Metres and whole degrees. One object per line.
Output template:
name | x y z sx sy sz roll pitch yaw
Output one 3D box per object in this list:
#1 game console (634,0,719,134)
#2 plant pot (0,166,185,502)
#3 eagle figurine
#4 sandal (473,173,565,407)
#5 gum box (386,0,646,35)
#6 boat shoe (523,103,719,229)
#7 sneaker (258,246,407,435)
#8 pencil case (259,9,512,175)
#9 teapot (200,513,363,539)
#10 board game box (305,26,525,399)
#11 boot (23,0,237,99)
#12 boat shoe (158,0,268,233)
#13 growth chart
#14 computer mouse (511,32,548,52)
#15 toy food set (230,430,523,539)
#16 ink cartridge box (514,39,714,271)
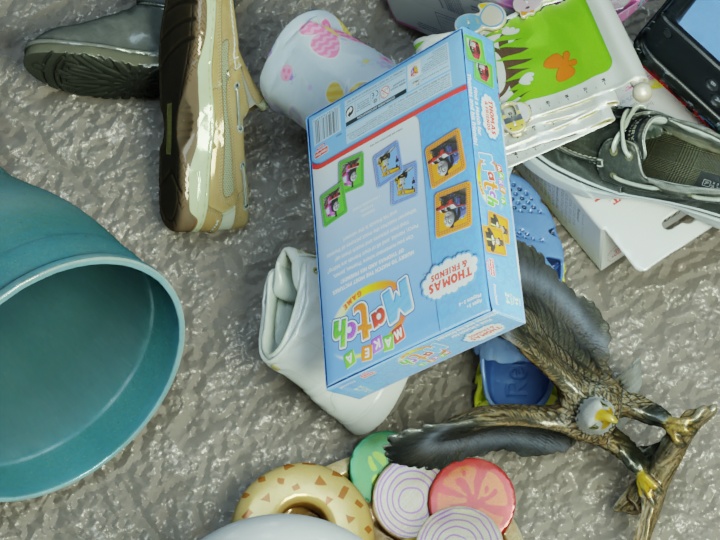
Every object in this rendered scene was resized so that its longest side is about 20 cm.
game console | 0.322 -0.180 1.680 0.172 0.119 0.200 42 48 1
plant pot | -0.252 0.022 1.616 0.199 0.201 0.188 -33 51 -14
eagle figurine | 0.130 0.085 1.551 0.199 0.151 0.152 25 55 -8
sandal | 0.110 0.014 1.655 0.079 0.087 0.201 -7 61 1
gum box | 0.114 -0.218 1.734 0.113 0.066 0.200 -39 38 -19
boat shoe | 0.200 -0.086 1.631 0.199 0.071 0.072 16 66 15
sneaker | 0.000 0.000 1.647 0.115 0.073 0.201 36 62 -26
pencil case | 0.017 -0.107 1.673 0.200 0.090 0.084 39 108 36
teapot | -0.061 0.245 1.475 0.200 0.146 0.198 -44 69 12
board game box | 0.032 -0.036 1.514 0.151 0.036 0.201 -26 57 39
boot | -0.165 -0.232 1.804 0.180 0.073 0.201 4 69 -11
boat shoe | -0.105 -0.128 1.720 0.076 0.072 0.202 0 99 -25
growth chart | 0.097 -0.126 1.595 0.199 0.018 0.145 -28 58 -6
computer mouse | 0.068 -0.131 1.695 0.034 0.199 0.059 -43 108 -38
toy food set | 0.021 0.205 1.580 0.197 0.049 0.201 -18 63 -7
ink cartridge box | 0.186 -0.084 1.711 0.115 0.068 0.200 -32 65 -12
